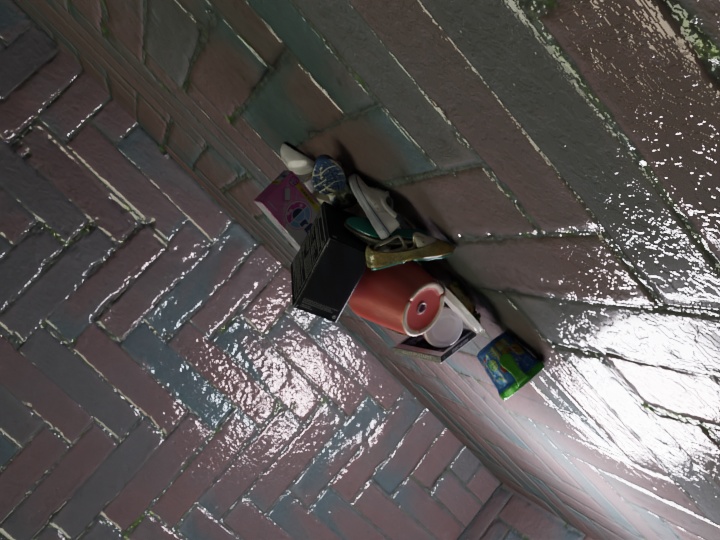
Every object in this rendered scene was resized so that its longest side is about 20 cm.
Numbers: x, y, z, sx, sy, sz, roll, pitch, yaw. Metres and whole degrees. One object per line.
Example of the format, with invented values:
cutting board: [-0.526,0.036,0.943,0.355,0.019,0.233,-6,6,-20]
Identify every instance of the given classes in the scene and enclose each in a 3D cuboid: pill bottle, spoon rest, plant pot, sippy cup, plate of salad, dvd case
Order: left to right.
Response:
spoon rest: [-0.152,-0.272,1.834,0.200,0.060,0.100,50,176,47]
plant pot: [0.095,0.057,1.708,0.177,0.201,0.201,32,164,42]
pill bottle: [0.192,0.126,1.911,0.112,0.112,0.200,46,180,-20]
dvd case: [0.205,0.194,1.915,0.149,0.200,0.025,7,111,36]
plate of salad: [0.255,0.086,1.734,0.200,0.048,0.200,47,179,1]
sippy cup: [0.363,0.229,1.739,0.131,0.139,0.178,50,147,12]

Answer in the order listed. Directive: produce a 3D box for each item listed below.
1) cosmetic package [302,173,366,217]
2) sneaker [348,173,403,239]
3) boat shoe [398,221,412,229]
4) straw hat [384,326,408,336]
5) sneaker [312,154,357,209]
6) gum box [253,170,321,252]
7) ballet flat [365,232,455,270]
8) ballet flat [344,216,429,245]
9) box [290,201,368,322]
cosmetic package: [-0.073,-0.181,1.822,0.200,0.071,0.105,27,160,52]
sneaker: [0.036,-0.153,1.577,0.201,0.070,0.073,61,-177,36]
boat shoe: [0.055,-0.095,1.667,0.202,0.086,0.075,43,169,-5]
straw hat: [0.155,0.121,2.105,0.201,0.200,0.086,29,120,49]
sneaker: [-0.069,-0.219,1.630,0.200,0.076,0.086,59,-166,-63]
gum box: [-0.161,-0.142,1.793,0.200,0.114,0.066,50,166,-25]
ballet flat: [0.105,-0.049,1.529,0.071,0.198,0.071,-10,-90,-79]
ballet flat: [0.057,-0.070,1.598,0.198,0.068,0.064,10,127,1]
box: [-0.072,-0.022,1.674,0.122,0.199,0.200,20,-154,-18]
